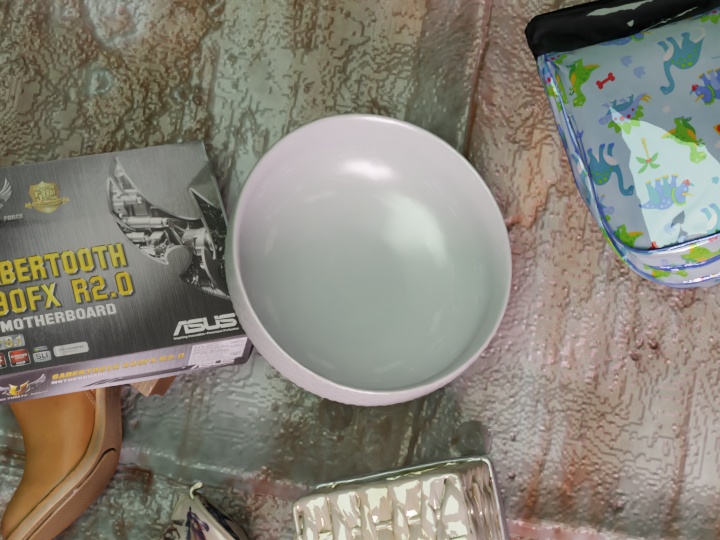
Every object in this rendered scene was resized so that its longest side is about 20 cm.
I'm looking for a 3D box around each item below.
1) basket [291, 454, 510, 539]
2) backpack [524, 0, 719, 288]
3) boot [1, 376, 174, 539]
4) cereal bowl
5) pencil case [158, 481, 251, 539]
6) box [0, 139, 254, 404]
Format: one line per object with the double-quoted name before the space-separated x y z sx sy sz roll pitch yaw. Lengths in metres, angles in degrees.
"basket" 0.034 0.231 1.671 0.135 0.123 0.202 -11 83 11
"backpack" 0.206 -0.086 1.655 0.162 0.154 0.201 -12 97 5
"boot" -0.232 0.084 1.764 0.154 0.074 0.201 34 83 12
"cereal bowl" 0.000 0.000 1.697 0.199 0.083 0.202 5 70 -12
"pencil case" -0.149 0.243 1.736 0.089 0.078 0.200 41 97 -7
"box" -0.185 0.001 1.710 0.199 0.048 0.159 -8 64 -16
